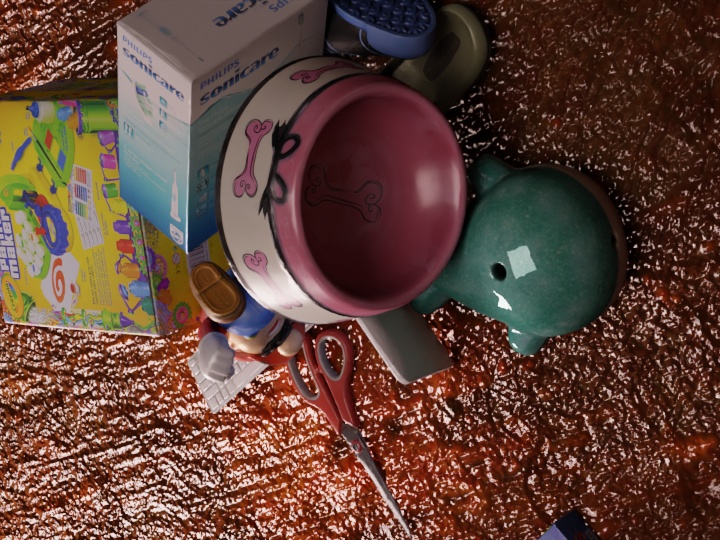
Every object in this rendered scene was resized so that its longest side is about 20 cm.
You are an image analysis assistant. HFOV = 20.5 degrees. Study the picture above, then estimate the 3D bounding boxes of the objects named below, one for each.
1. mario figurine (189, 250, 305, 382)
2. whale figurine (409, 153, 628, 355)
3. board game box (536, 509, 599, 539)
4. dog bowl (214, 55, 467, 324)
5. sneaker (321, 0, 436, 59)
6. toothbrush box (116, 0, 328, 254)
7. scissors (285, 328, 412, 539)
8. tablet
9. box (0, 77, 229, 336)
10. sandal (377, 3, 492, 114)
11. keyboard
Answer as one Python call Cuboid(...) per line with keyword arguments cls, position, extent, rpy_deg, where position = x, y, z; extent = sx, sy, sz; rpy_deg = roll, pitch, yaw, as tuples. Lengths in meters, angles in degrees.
Cuboid(cls="mario figurine", position=(-0.075, 0.033, 1.597), extent=(0.123, 0.200, 0.106), rpy_deg=(-16, 74, -1))
Cuboid(cls="whale figurine", position=(0.102, -0.007, 1.509), extent=(0.200, 0.104, 0.159), rpy_deg=(-7, 101, 38))
Cuboid(cls="board game box", position=(0.188, 0.309, 1.589), extent=(0.200, 0.034, 0.135), rpy_deg=(51, 127, 12))
Cuboid(cls="dog bowl", position=(-0.005, -0.056, 1.448), extent=(0.074, 0.200, 0.200), rpy_deg=(8, 110, 49))
Cuboid(cls="sneaker", position=(-0.018, -0.196, 1.556), extent=(0.200, 0.070, 0.078), rpy_deg=(33, 138, 36))
Cuboid(cls="toothbrush box", position=(-0.108, -0.134, 1.531), extent=(0.085, 0.146, 0.200), rpy_deg=(39, 149, 22))
Cuboid(cls="scissors", position=(-0.011, 0.140, 1.698), extent=(0.073, 0.014, 0.200), rpy_deg=(-16, 96, 36))
Cuboid(cls="tablet", position=(0.000, 0.000, 1.572), extent=(0.014, 0.130, 0.200), rpy_deg=(-37, 81, 18))
Cuboid(cls="box", position=(-0.216, -0.059, 1.708), extent=(0.193, 0.122, 0.200), rpy_deg=(4, 107, 37))
Cuboid(cls="sandal", position=(0.028, -0.126, 1.553), extent=(0.080, 0.057, 0.201), rpy_deg=(43, 125, 17))
Cuboid(cls="keyboard", position=(-0.083, 0.051, 1.713), extent=(0.200, 0.011, 0.056), rpy_deg=(-42, 62, 37))
